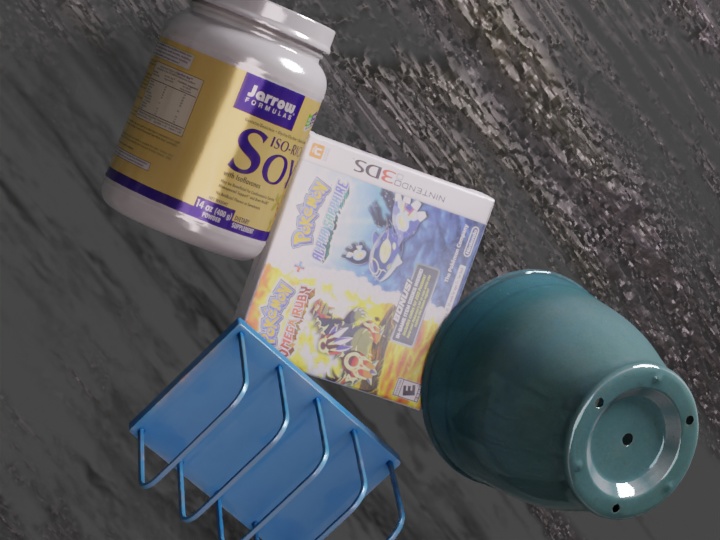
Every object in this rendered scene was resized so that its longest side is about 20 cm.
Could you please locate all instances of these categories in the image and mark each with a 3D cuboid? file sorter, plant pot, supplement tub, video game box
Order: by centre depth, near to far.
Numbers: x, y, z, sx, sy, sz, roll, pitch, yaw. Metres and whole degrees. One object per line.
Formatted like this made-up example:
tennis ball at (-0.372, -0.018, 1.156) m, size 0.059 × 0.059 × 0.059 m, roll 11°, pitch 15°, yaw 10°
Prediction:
supplement tub at (-0.113, -0.124, 1.585) m, size 0.145 × 0.145 × 0.201 m, roll 21°, pitch 94°, yaw -17°
file sorter at (-0.076, 0.173, 1.638) m, size 0.139 × 0.123 × 0.200 m, roll -43°, pitch 112°, yaw 13°
plant pot at (0.182, 0.119, 1.665) m, size 0.199 × 0.188 × 0.202 m, roll -8°, pitch 107°, yaw -25°
video game box at (0.000, 0.000, 1.691) m, size 0.181 × 0.047 × 0.201 m, roll 18°, pitch 95°, yaw -15°
